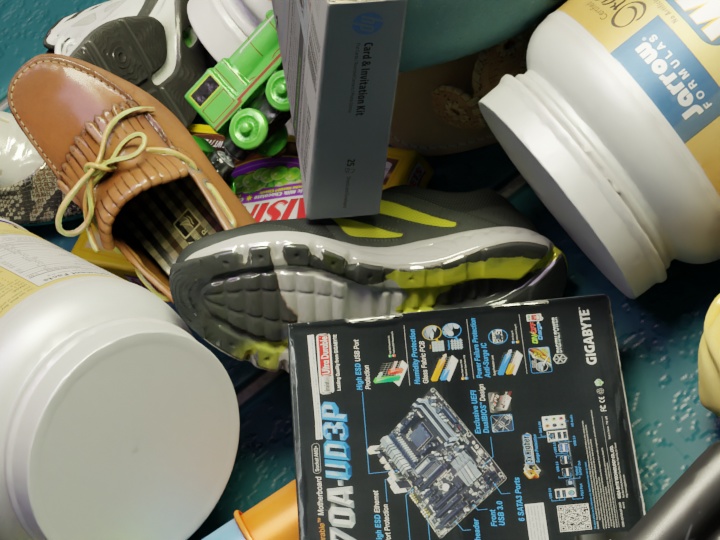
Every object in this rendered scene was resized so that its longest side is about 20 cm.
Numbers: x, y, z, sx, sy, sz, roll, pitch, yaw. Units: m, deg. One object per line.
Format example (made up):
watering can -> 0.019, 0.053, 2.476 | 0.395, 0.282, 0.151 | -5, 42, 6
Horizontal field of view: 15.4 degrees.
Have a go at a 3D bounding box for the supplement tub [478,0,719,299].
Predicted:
supplement tub -> 0.171, -0.095, 1.281 | 0.200, 0.145, 0.145 | -39, 44, -1

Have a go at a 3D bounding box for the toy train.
toy train -> -0.059, -0.093, 1.429 | 0.200, 0.042, 0.056 | -46, 72, 11

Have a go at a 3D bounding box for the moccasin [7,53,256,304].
moccasin -> -0.113, -0.035, 1.379 | 0.074, 0.078, 0.202 | -41, 77, 12

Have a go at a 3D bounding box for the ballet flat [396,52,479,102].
ballet flat -> 0.104, -0.147, 1.434 | 0.199, 0.070, 0.070 | -24, 45, 13

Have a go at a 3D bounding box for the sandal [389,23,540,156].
sandal -> 0.100, -0.110, 1.375 | 0.211, 0.078, 0.070 | -20, 15, 12

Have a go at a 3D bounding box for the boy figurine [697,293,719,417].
boy figurine -> 0.216, -0.019, 1.212 | 0.200, 0.124, 0.064 | -50, 15, 4

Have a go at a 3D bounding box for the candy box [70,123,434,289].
candy box -> -0.063, -0.029, 1.462 | 0.199, 0.026, 0.103 | 8, 64, 37

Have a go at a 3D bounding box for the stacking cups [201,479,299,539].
stacking cups -> -0.064, 0.150, 1.299 | 0.200, 0.061, 0.061 | -34, 44, -3

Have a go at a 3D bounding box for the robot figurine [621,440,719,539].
robot figurine -> 0.187, 0.156, 1.076 | 0.200, 0.150, 0.125 | -48, 32, -11

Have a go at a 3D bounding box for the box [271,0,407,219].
box -> -0.017, -0.151, 1.299 | 0.041, 0.156, 0.201 | -5, 52, -9

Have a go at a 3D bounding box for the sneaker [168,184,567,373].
sneaker -> 0.000, 0.000, 1.336 | 0.199, 0.075, 0.085 | -1, 28, -13

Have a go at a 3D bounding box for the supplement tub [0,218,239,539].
supplement tub -> -0.167, 0.061, 1.355 | 0.146, 0.146, 0.200 | -50, 39, -13

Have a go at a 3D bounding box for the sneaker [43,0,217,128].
sneaker -> -0.148, -0.107, 1.531 | 0.115, 0.076, 0.201 | -20, 18, 37

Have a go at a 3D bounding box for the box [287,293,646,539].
box -> 0.050, 0.105, 1.226 | 0.158, 0.046, 0.201 | -6, 49, 1

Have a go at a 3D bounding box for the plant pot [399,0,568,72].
plant pot -> 0.066, -0.202, 1.308 | 0.134, 0.201, 0.201 | -5, 46, -8

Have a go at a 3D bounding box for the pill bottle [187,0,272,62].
pill bottle -> -0.004, -0.189, 1.476 | 0.200, 0.109, 0.109 | -43, 40, 22

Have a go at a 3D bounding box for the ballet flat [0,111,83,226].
ballet flat -> -0.232, -0.064, 1.563 | 0.199, 0.075, 0.068 | 0, 54, 32
